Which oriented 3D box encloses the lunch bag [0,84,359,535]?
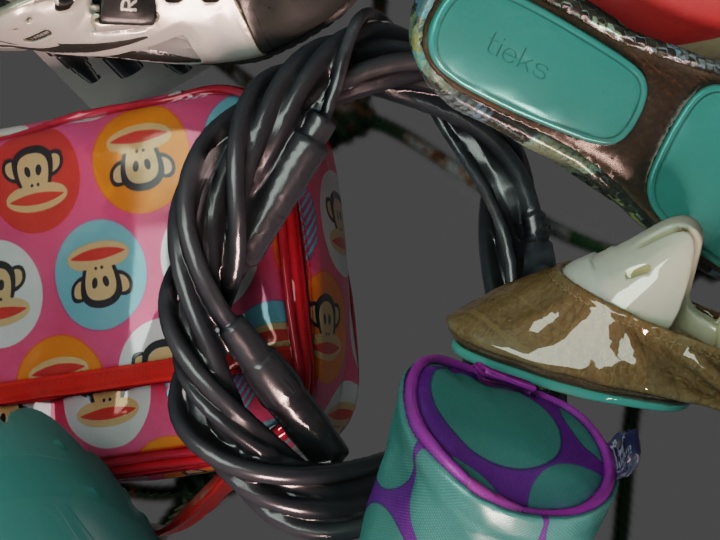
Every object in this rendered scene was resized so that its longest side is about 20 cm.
[{"bbox_3d":[-0.101,0.023,0.846,0.198,0.082,0.178,-10,84,22],"label":"lunch bag"}]

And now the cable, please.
[{"bbox_3d":[0.000,0.000,0.772,0.162,0.051,0.202,-3,86,-18],"label":"cable"}]

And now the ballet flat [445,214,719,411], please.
[{"bbox_3d":[0.133,0.023,0.724,0.198,0.068,0.073,18,108,8],"label":"ballet flat"}]

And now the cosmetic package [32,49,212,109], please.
[{"bbox_3d":[-0.049,-0.143,0.833,0.199,0.083,0.051,-28,45,18],"label":"cosmetic package"}]

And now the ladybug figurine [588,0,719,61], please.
[{"bbox_3d":[0.133,-0.153,0.767,0.199,0.072,0.137,-27,74,18],"label":"ladybug figurine"}]

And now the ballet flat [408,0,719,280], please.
[{"bbox_3d":[0.107,-0.056,0.760,0.199,0.074,0.075,34,98,-11],"label":"ballet flat"}]

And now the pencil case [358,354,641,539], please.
[{"bbox_3d":[0.028,0.131,0.722,0.084,0.093,0.201,20,119,4],"label":"pencil case"}]

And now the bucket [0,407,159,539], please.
[{"bbox_3d":[-0.137,0.168,0.737,0.135,0.206,0.208,38,99,46],"label":"bucket"}]

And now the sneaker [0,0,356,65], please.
[{"bbox_3d":[-0.095,-0.114,0.760,0.198,0.088,0.075,-4,91,17],"label":"sneaker"}]
